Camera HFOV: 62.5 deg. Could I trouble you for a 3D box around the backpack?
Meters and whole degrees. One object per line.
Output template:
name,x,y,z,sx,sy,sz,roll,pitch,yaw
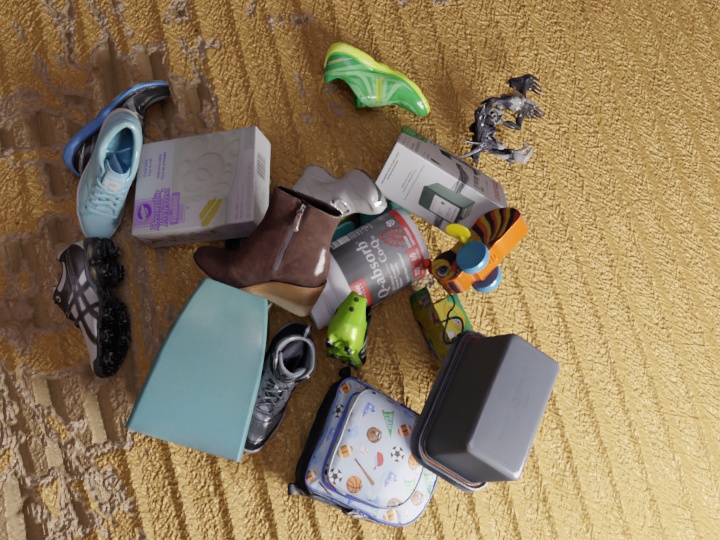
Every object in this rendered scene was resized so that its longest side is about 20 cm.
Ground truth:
backpack,0.022,0.264,0.850,0.188,0.154,0.204,29,72,-14

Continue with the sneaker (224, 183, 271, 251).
sneaker,-0.161,-0.085,0.935,0.082,0.071,0.206,19,71,-38

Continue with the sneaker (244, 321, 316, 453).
sneaker,-0.123,0.165,0.853,0.074,0.114,0.204,27,75,-9

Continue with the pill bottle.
pill bottle,0.000,0.000,0.907,0.197,0.116,0.118,-29,85,-10

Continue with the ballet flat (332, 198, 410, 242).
ballet flat,-0.013,-0.090,0.956,0.196,0.068,0.068,-24,57,-12

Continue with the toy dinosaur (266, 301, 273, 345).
toy dinosaur,-0.189,0.112,0.886,0.199,0.077,0.103,-39,100,-19

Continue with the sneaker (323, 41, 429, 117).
sneaker,0.026,-0.308,1.007,0.196,0.074,0.085,26,100,-7

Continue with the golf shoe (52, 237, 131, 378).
golf shoe,-0.392,0.057,0.859,0.092,0.078,0.206,-9,78,6

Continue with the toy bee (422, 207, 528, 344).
toy bee,0.141,-0.014,0.841,0.198,0.108,0.133,-37,129,-23

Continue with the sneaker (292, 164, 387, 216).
sneaker,-0.039,-0.103,0.894,0.087,0.197,0.075,-49,126,-24

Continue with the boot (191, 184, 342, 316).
boot,-0.129,-0.042,0.803,0.195,0.073,0.170,21,119,5

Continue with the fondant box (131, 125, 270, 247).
fondant box,-0.234,-0.121,0.878,0.194,0.058,0.149,-6,73,15

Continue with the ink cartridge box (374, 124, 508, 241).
ink cartridge box,0.128,-0.132,0.936,0.197,0.147,0.085,30,115,-4

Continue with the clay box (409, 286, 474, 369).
clay box,0.144,0.118,0.912,0.047,0.115,0.204,-22,84,-14

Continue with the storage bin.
storage bin,0.176,0.183,0.771,0.144,0.134,0.203,32,70,-6

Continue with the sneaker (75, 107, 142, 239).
sneaker,-0.364,-0.130,0.853,0.072,0.082,0.205,10,105,-27

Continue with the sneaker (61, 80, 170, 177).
sneaker,-0.367,-0.217,0.919,0.083,0.070,0.201,45,71,-22

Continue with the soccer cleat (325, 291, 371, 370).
soccer cleat,-0.012,0.088,0.846,0.066,0.201,0.083,24,73,6

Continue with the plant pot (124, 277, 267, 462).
plant pot,-0.198,0.126,0.776,0.138,0.141,0.205,19,71,-11

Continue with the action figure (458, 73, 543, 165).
action figure,0.246,-0.246,0.992,0.101,0.121,0.200,25,56,29
